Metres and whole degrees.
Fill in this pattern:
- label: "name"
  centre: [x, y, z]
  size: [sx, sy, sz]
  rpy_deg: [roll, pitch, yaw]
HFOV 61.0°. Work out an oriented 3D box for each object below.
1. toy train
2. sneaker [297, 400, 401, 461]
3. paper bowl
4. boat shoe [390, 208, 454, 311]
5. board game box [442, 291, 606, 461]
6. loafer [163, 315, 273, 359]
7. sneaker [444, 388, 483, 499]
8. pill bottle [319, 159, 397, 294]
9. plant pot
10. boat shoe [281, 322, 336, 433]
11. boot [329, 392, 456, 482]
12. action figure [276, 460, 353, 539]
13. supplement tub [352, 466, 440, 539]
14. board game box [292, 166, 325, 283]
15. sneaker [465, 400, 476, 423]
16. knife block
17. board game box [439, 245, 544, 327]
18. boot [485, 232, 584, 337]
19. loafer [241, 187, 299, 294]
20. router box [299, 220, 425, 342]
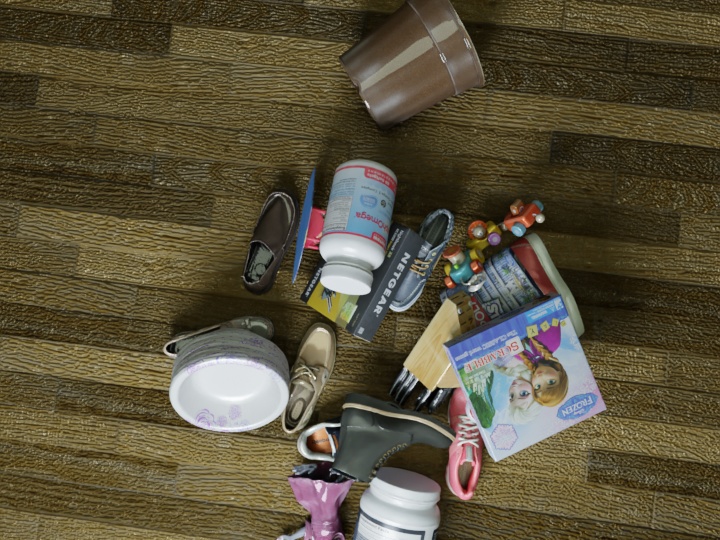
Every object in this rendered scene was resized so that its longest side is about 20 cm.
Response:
- label: "toy train"
  centre: [0.215, -0.053, 1.044]
  size: [0.200, 0.150, 0.056]
  rpy_deg: [-47, 104, -17]
- label: "sneaker"
  centre: [-0.016, 0.290, 1.084]
  size: [0.198, 0.079, 0.079]
  rpy_deg: [-19, 84, 0]
- label: "paper bowl"
  centre: [-0.222, 0.180, 1.057]
  size: [0.198, 0.105, 0.202]
  rpy_deg: [-4, 131, -5]
- label: "boat shoe"
  centre: [0.101, -0.021, 1.088]
  size: [0.070, 0.091, 0.202]
  rpy_deg: [28, 89, 4]
- label: "board game box"
  centre: [0.259, 0.167, 0.967]
  size: [0.198, 0.041, 0.201]
  rpy_deg: [-25, 95, -2]
- label: "loafer"
  centre: [-0.257, 0.129, 1.109]
  size: [0.198, 0.063, 0.073]
  rpy_deg: [-12, 86, 2]
- label: "sneaker"
  centre: [0.191, 0.301, 1.069]
  size: [0.073, 0.087, 0.203]
  rpy_deg: [3, 87, 2]
- label: "pill bottle"
  centre: [-0.006, -0.069, 0.995]
  size: [0.107, 0.109, 0.202]
  rpy_deg: [9, 71, 3]
- label: "plant pot"
  centre: [0.080, -0.360, 1.066]
  size: [0.197, 0.200, 0.202]
  rpy_deg: [-30, 86, 8]
- label: "boat shoe"
  centre: [-0.092, 0.193, 1.097]
  size: [0.070, 0.065, 0.202]
  rpy_deg: [15, 88, 3]
- label: "boot"
  centre: [0.052, 0.304, 1.026]
  size: [0.198, 0.078, 0.140]
  rpy_deg: [16, 63, 2]
- label: "action figure"
  centre: [-0.062, 0.437, 1.085]
  size: [0.148, 0.133, 0.202]
  rpy_deg: [-15, 102, -40]
- label: "supplement tub"
  centre: [0.058, 0.455, 1.040]
  size: [0.139, 0.140, 0.202]
  rpy_deg: [12, 87, 3]
- label: "board game box"
  centre: [-0.079, -0.076, 1.048]
  size: [0.038, 0.201, 0.159]
  rpy_deg: [11, 128, -10]
- label: "sneaker"
  centre: [0.278, 0.201, 1.035]
  size: [0.199, 0.112, 0.072]
  rpy_deg: [-26, 91, -15]
- label: "knife block"
  centre: [0.117, 0.146, 1.052]
  size: [0.174, 0.064, 0.202]
  rpy_deg: [-8, 96, 34]
- label: "board game box"
  centre: [0.230, 0.098, 1.056]
  size: [0.199, 0.062, 0.201]
  rpy_deg: [-37, 89, 21]
- label: "boot"
  centre: [0.295, 0.053, 1.090]
  size: [0.143, 0.072, 0.201]
  rpy_deg: [-29, 79, 2]
- label: "loafer"
  centre: [-0.163, -0.053, 1.110]
  size: [0.072, 0.071, 0.202]
  rpy_deg: [15, 88, 3]
- label: "router box"
  centre: [0.000, 0.000, 1.069]
  size: [0.157, 0.052, 0.201]
  rpy_deg: [27, 88, 43]
